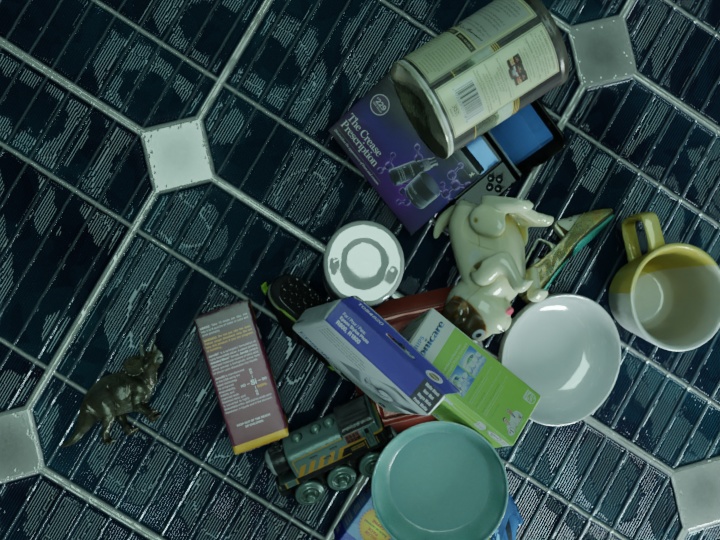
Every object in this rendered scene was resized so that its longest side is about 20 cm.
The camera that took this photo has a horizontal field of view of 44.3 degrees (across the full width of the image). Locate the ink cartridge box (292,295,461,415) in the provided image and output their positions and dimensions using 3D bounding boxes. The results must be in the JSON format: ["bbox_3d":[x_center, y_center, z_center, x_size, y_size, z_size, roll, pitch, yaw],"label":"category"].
[{"bbox_3d":[0.016,0.120,1.197,0.199,0.199,0.041,42,69,-11],"label":"ink cartridge box"}]

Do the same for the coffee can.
[{"bbox_3d":[0.160,-0.267,1.197,0.198,0.146,0.148,-32,92,-6],"label":"coffee can"}]

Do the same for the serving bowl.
[{"bbox_3d":[0.296,0.130,1.353,0.195,0.066,0.206,-2,99,-12],"label":"serving bowl"}]

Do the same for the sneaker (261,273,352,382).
[{"bbox_3d":[-0.069,0.085,1.328,0.201,0.083,0.072,49,58,-5],"label":"sneaker"}]

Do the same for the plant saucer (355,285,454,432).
[{"bbox_3d":[0.084,0.141,1.357,0.195,0.037,0.205,-12,90,-4],"label":"plant saucer"}]

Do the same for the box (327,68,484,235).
[{"bbox_3d":[0.069,-0.180,1.318,0.141,0.079,0.201,-40,91,15],"label":"box"}]

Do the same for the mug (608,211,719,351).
[{"bbox_3d":[0.452,0.022,1.333,0.146,0.153,0.191,16,87,-4],"label":"mug"}]

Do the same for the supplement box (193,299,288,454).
[{"bbox_3d":[-0.173,0.151,1.296,0.084,0.110,0.205,-17,91,-6],"label":"supplement box"}]

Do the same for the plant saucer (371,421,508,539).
[{"bbox_3d":[0.113,0.308,1.266,0.195,0.036,0.205,1,99,3],"label":"plant saucer"}]

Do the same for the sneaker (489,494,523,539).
[{"bbox_3d":[0.204,0.352,1.355,0.077,0.066,0.205,-7,88,-21],"label":"sneaker"}]

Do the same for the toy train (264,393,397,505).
[{"bbox_3d":[-0.044,0.263,1.299,0.196,0.086,0.115,-24,123,2],"label":"toy train"}]

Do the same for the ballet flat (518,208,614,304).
[{"bbox_3d":[0.308,-0.038,1.369,0.071,0.071,0.200,43,86,-3],"label":"ballet flat"}]

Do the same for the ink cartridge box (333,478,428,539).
[{"bbox_3d":[0.050,0.387,1.331,0.135,0.076,0.202,36,88,-3],"label":"ink cartridge box"}]

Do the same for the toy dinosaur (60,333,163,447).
[{"bbox_3d":[-0.358,0.191,1.309,0.198,0.077,0.103,-33,80,0],"label":"toy dinosaur"}]

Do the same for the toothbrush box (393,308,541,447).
[{"bbox_3d":[0.136,0.160,1.264,0.198,0.146,0.087,37,71,-3],"label":"toothbrush box"}]

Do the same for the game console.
[{"bbox_3d":[0.175,-0.209,1.331,0.175,0.116,0.201,-38,92,-5],"label":"game console"}]

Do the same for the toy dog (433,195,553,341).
[{"bbox_3d":[0.179,0.001,1.293,0.190,0.139,0.205,8,85,23],"label":"toy dog"}]

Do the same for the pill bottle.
[{"bbox_3d":[0.000,0.000,1.266,0.111,0.200,0.117,0,84,-3],"label":"pill bottle"}]
